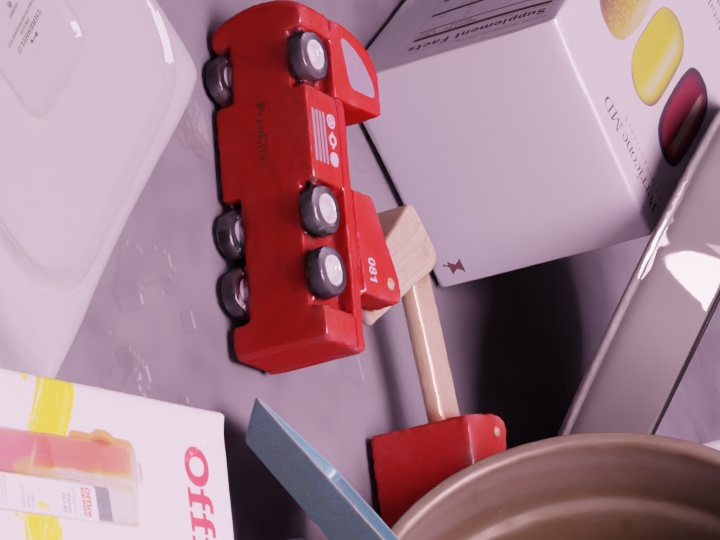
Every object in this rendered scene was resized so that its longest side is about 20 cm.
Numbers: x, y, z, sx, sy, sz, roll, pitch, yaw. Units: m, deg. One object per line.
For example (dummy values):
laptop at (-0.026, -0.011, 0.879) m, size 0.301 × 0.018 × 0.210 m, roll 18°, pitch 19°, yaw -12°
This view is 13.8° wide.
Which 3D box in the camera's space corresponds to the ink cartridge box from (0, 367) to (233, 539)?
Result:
ink cartridge box at (-0.127, 0.105, 0.899) m, size 0.200 × 0.083 × 0.145 m, roll 15°, pitch 63°, yaw -50°

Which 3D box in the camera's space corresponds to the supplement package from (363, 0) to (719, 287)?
supplement package at (0.092, -0.096, 1.356) m, size 0.114 × 0.109 × 0.200 m, roll 63°, pitch 32°, yaw -20°

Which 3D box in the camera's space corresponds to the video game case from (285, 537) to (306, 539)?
video game case at (-0.049, 0.209, 1.072) m, size 0.200 × 0.022 × 0.183 m, roll -21°, pitch 95°, yaw -60°

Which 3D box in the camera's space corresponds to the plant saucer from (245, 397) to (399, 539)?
plant saucer at (0.023, 0.123, 1.100) m, size 0.200 × 0.019 × 0.070 m, roll 44°, pitch -1°, yaw 40°

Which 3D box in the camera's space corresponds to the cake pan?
cake pan at (0.139, 0.017, 1.334) m, size 0.200 × 0.037 × 0.200 m, roll -63°, pitch 173°, yaw -15°

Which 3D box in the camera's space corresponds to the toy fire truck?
toy fire truck at (0.000, 0.000, 1.219) m, size 0.141 × 0.049 × 0.200 m, roll 21°, pitch 59°, yaw -56°

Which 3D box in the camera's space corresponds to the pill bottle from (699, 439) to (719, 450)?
pill bottle at (0.176, 0.184, 1.308) m, size 0.200 × 0.112 × 0.112 m, roll 56°, pitch 26°, yaw 15°

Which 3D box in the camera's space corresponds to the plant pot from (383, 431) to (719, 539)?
plant pot at (0.102, 0.195, 1.181) m, size 0.200 × 0.200 × 0.174 m, roll -71°, pitch 160°, yaw -44°

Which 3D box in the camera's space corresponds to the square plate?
square plate at (-0.130, -0.083, 1.053) m, size 0.198 × 0.028 × 0.200 m, roll 58°, pitch 34°, yaw -30°
